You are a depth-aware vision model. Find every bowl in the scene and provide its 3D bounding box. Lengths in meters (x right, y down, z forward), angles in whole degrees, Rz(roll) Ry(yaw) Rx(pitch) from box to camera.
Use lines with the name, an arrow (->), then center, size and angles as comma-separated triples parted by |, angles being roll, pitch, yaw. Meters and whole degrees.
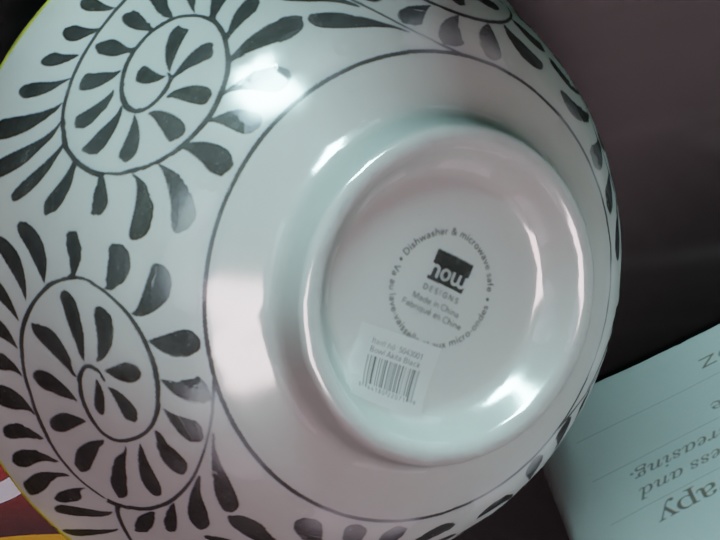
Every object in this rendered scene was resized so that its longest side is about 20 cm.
bowl -> 0.000, 0.000, 0.773 | 0.201, 0.094, 0.201 | -5, 99, -29

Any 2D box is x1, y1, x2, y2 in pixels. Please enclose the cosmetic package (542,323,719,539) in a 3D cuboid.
cosmetic package -> 0.171, 0.112, 0.836 | 0.167, 0.200, 0.166 | -28, 116, 5

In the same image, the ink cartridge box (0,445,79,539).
ink cartridge box -> -0.137, 0.111, 0.857 | 0.200, 0.084, 0.176 | -34, 116, 8
